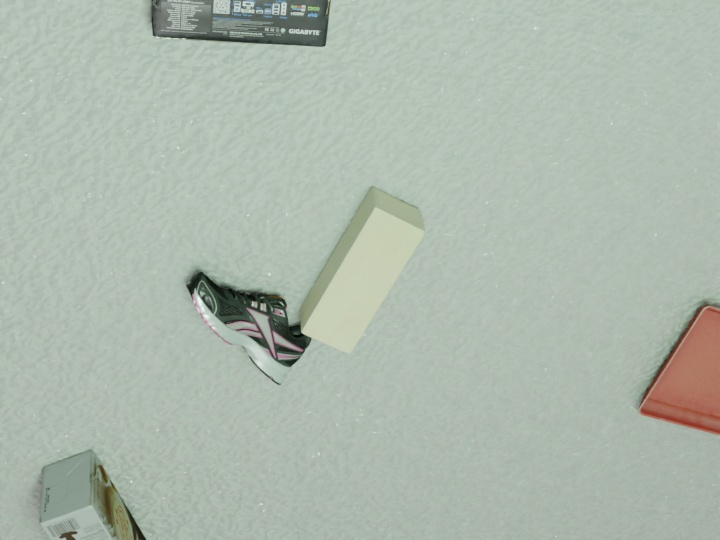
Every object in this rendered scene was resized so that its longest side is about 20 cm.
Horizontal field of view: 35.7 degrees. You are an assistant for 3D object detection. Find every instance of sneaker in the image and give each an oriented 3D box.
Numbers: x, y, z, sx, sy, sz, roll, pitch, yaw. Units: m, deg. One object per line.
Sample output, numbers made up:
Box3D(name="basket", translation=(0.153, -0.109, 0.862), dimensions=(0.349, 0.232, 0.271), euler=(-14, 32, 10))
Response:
Box3D(name="sneaker", translation=(-0.141, 0.056, 1.451), dimensions=(0.086, 0.080, 0.200), euler=(-44, 128, 3))

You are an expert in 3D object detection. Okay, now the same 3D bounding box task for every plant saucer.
Box3D(name="plant saucer", translation=(0.531, 0.146, 1.657), dimensions=(0.198, 0.037, 0.201), euler=(15, 118, -20))

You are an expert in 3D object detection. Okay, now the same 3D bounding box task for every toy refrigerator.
Box3D(name="toy refrigerator", translation=(0.000, 0.000, 1.439), dimensions=(0.075, 0.070, 0.201), euler=(23, 114, -16))

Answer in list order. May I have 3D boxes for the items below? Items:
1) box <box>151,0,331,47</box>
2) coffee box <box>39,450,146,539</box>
Box3D(name="box", translation=(-0.124, -0.347, 1.207), dimensions=(0.197, 0.050, 0.200), euler=(0, 121, -11))
Box3D(name="coffee box", translation=(-0.369, 0.368, 1.565), dimensions=(0.079, 0.115, 0.201), euler=(-19, 125, 1))
